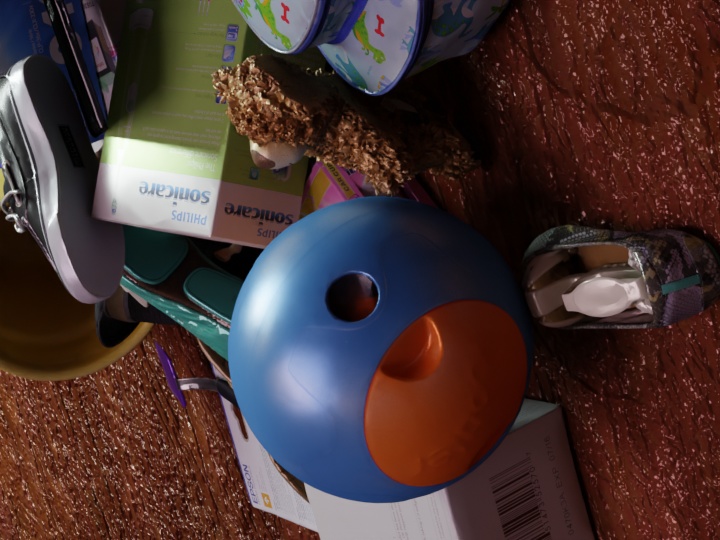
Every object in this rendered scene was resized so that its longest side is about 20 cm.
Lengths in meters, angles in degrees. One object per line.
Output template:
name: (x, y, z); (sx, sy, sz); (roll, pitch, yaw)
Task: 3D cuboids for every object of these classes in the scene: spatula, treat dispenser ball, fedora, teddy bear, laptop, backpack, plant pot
spatula: (-0.134, 0.101, 1.855); (0.200, 0.021, 0.057); (13, 126, 55)
treat dispenser ball: (0.013, 0.051, 1.398); (0.201, 0.201, 0.201); (38, 141, 40)
fedora: (-0.148, -0.008, 1.772); (0.091, 0.201, 0.201); (21, 138, 8)
teddy bear: (-0.010, -0.093, 1.427); (0.145, 0.200, 0.067); (39, 114, 22)
laptop: (-0.177, -0.213, 1.585); (0.187, 0.116, 0.201); (-164, 55, -81)
backpack: (-0.007, -0.216, 1.365); (0.200, 0.147, 0.183); (54, 152, 14)
plant pot: (-0.292, -0.027, 1.943); (0.189, 0.200, 0.201); (-132, 30, -58)

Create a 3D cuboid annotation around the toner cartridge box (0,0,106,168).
toner cartridge box: (-0.268, -0.188, 1.693); (0.043, 0.095, 0.201); (21, 128, 51)

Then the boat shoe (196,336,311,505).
boat shoe: (-0.057, 0.109, 1.692); (0.200, 0.072, 0.065); (52, 179, 12)

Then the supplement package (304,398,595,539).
supplement package: (0.058, 0.159, 1.563); (0.200, 0.117, 0.117); (8, 119, 55)

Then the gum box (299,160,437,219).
gum box: (0.000, 0.000, 1.591); (0.114, 0.066, 0.200); (53, 148, 18)

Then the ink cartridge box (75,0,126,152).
ink cartridge box: (-0.203, -0.198, 1.763); (0.145, 0.084, 0.201); (-3, 108, 59)

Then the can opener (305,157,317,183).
can opener: (-0.081, -0.147, 1.628); (0.200, 0.066, 0.053); (55, 148, 29)

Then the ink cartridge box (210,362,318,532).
ink cartridge box: (-0.053, 0.124, 1.798); (0.200, 0.043, 0.197); (12, 120, 59)

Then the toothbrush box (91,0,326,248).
toothbrush box: (-0.108, -0.123, 1.558); (0.145, 0.086, 0.201); (9, 89, 46)

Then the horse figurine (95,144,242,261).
horse figurine: (-0.115, -0.095, 1.673); (0.200, 0.133, 0.050); (36, 163, 11)

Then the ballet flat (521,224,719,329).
ballet flat: (0.145, 0.008, 1.360); (0.200, 0.072, 0.072); (-6, 106, 60)

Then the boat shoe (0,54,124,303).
boat shoe: (-0.239, -0.061, 1.609); (0.068, 0.074, 0.200); (-28, 77, 31)

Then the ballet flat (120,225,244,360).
ballet flat: (-0.142, 0.014, 1.650); (0.200, 0.067, 0.070); (34, 142, 12)
